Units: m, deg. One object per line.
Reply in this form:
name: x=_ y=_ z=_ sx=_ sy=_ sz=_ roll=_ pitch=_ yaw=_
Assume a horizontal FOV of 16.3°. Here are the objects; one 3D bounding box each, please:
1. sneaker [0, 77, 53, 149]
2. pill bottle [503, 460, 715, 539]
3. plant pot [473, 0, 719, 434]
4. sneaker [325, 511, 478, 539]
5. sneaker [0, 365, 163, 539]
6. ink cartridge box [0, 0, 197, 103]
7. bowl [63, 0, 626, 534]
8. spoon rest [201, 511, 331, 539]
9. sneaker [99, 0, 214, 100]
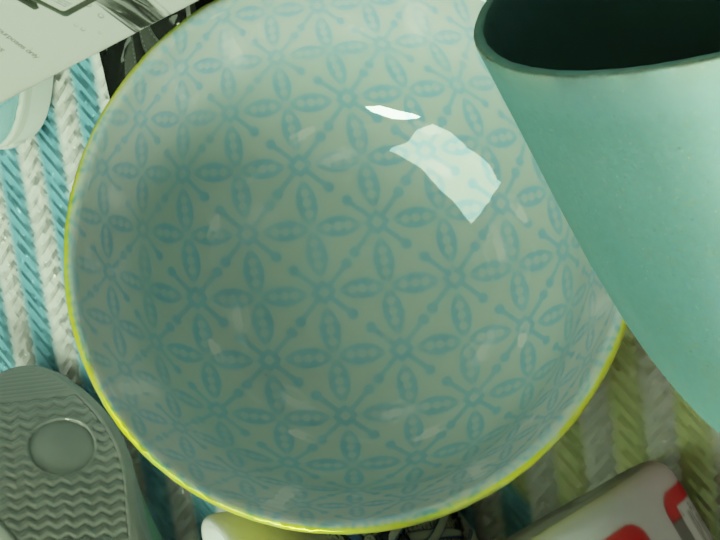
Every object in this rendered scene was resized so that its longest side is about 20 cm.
sneaker: x=-0.172 y=-0.134 z=1.038 sx=0.074 sy=0.082 sz=0.200 roll=16 pitch=119 yaw=36
pill bottle: x=0.111 y=0.180 z=0.902 sx=0.114 sy=0.114 sz=0.200 roll=-35 pitch=83 yaw=45
plant pot: x=0.153 y=-0.030 z=0.717 sx=0.200 sy=0.201 sz=0.161 roll=-4 pitch=117 yaw=43
sneaker: x=-0.001 y=0.084 z=0.990 sx=0.200 sy=0.077 sz=0.085 roll=42 pitch=128 yaw=20
sneaker: x=-0.122 y=0.146 z=1.130 sx=0.201 sy=0.074 sz=0.118 roll=58 pitch=158 yaw=24
ink cartridge box: x=-0.086 y=-0.160 z=0.872 sx=0.200 sy=0.146 sz=0.084 roll=-23 pitch=135 yaw=36
bowl: x=0.000 y=0.000 z=0.908 sx=0.200 sy=0.200 sz=0.108 roll=51 pitch=177 yaw=12
spoon rest: x=-0.010 y=0.128 z=0.868 sx=0.099 sy=0.061 sz=0.200 roll=61 pitch=159 yaw=-8
sneaker: x=-0.067 y=-0.083 z=0.983 sx=0.088 sy=0.076 sz=0.200 roll=32 pitch=120 yaw=46
